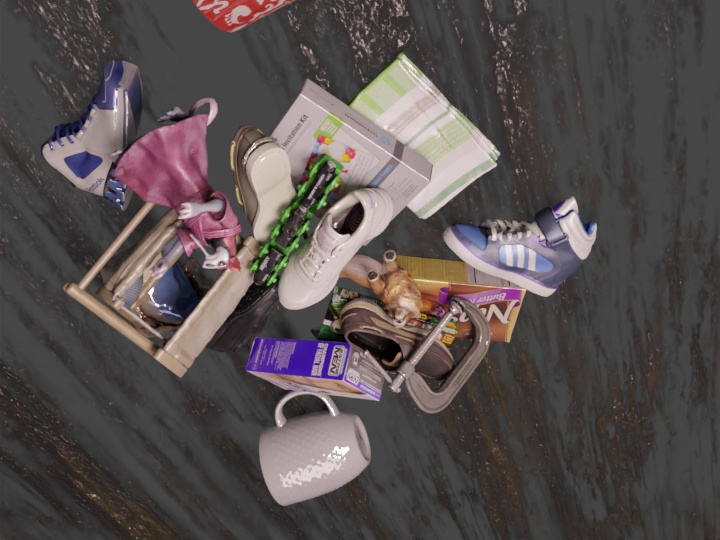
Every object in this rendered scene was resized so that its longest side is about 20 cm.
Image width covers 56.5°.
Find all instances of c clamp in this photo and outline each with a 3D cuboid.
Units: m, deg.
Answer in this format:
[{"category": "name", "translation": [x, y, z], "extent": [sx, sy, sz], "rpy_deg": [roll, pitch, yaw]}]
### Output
[{"category": "c clamp", "translation": [0.113, 0.115, 0.967], "extent": [0.027, 0.200, 0.172], "rpy_deg": [10, 138, 54]}]

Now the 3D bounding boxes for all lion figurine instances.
[{"category": "lion figurine", "translation": [0.000, 0.000, 0.955], "extent": [0.199, 0.073, 0.123], "rpy_deg": [32, 167, 21]}]

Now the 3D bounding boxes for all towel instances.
[{"category": "towel", "translation": [0.068, -0.166, 0.879], "extent": [0.199, 0.031, 0.149], "rpy_deg": [37, 121, -26]}]

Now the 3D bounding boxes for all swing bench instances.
[{"category": "swing bench", "translation": [-0.248, 0.009, 0.893], "extent": [0.200, 0.200, 0.129], "rpy_deg": [41, 163, -20]}]

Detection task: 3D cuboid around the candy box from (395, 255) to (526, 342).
[{"category": "candy box", "translation": [0.145, 0.046, 1.038], "extent": [0.198, 0.057, 0.118], "rpy_deg": [7, 130, -1]}]

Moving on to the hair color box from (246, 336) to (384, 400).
[{"category": "hair color box", "translation": [-0.071, 0.156, 1.066], "extent": [0.198, 0.065, 0.109], "rpy_deg": [-3, 154, 35]}]

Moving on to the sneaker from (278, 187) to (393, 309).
[{"category": "sneaker", "translation": [-0.047, -0.032, 0.851], "extent": [0.075, 0.099, 0.200], "rpy_deg": [44, 105, 14]}]

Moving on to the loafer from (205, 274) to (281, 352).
[{"category": "loafer", "translation": [-0.176, 0.070, 1.063], "extent": [0.070, 0.069, 0.200], "rpy_deg": [27, 131, -30]}]

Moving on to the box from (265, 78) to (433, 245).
[{"category": "box", "translation": [-0.029, -0.134, 0.880], "extent": [0.199, 0.041, 0.156], "rpy_deg": [32, 134, -18]}]

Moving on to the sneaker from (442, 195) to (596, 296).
[{"category": "sneaker", "translation": [0.233, -0.059, 0.941], "extent": [0.198, 0.081, 0.147], "rpy_deg": [24, 118, -14]}]

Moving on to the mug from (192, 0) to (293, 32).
[{"category": "mug", "translation": [-0.084, -0.358, 0.683], "extent": [0.198, 0.179, 0.133], "rpy_deg": [-22, 163, 24]}]

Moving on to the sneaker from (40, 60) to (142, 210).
[{"category": "sneaker", "translation": [-0.346, -0.169, 0.853], "extent": [0.114, 0.081, 0.200], "rpy_deg": [12, 131, -12]}]

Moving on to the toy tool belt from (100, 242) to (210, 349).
[{"category": "toy tool belt", "translation": [-0.280, 0.041, 0.997], "extent": [0.122, 0.125, 0.201], "rpy_deg": [-26, 108, 16]}]

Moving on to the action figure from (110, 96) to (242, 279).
[{"category": "action figure", "translation": [-0.199, -0.082, 0.807], "extent": [0.133, 0.149, 0.201], "rpy_deg": [-25, 106, 41]}]

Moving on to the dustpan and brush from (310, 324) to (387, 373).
[{"category": "dustpan and brush", "translation": [0.031, 0.126, 1.105], "extent": [0.198, 0.058, 0.140], "rpy_deg": [-21, 126, 17]}]

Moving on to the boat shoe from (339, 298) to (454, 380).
[{"category": "boat shoe", "translation": [0.051, 0.120, 0.992], "extent": [0.199, 0.074, 0.075], "rpy_deg": [28, 128, -14]}]

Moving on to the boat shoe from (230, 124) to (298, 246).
[{"category": "boat shoe", "translation": [-0.125, -0.104, 0.862], "extent": [0.072, 0.060, 0.202], "rpy_deg": [-34, 156, -20]}]

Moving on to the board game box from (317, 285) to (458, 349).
[{"category": "board game box", "translation": [0.040, 0.094, 1.036], "extent": [0.198, 0.024, 0.105], "rpy_deg": [17, 132, -5]}]

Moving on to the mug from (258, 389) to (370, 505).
[{"category": "mug", "translation": [-0.085, 0.308, 1.223], "extent": [0.174, 0.148, 0.202], "rpy_deg": [-19, 97, 10]}]

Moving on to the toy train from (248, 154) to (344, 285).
[{"category": "toy train", "translation": [-0.084, -0.062, 0.863], "extent": [0.042, 0.056, 0.201], "rpy_deg": [34, 116, -4]}]
